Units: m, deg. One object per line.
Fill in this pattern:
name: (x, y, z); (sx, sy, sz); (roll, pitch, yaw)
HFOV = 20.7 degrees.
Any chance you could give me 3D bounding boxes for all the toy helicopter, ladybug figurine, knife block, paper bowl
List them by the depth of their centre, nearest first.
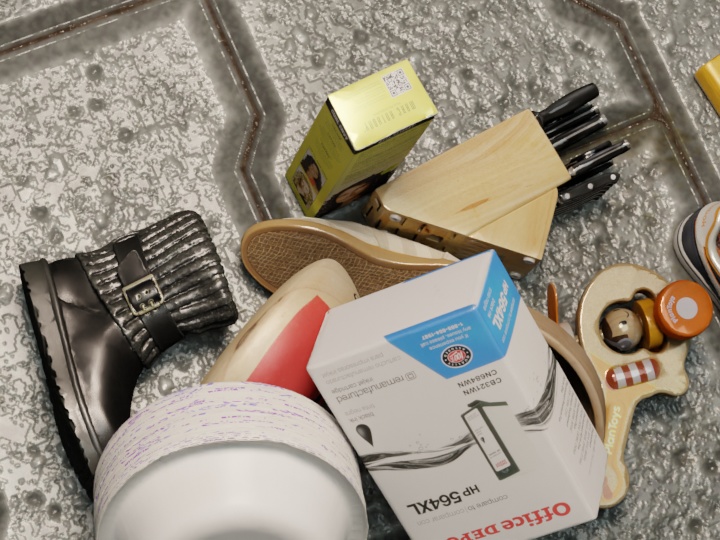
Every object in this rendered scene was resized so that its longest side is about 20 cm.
paper bowl: (-0.094, 0.187, 1.430); (0.198, 0.202, 0.105); (1, 39, -11)
ladybug figurine: (-0.064, 0.082, 1.503); (0.072, 0.136, 0.200); (37, 76, 11)
toy helicopter: (0.199, 0.091, 1.591); (0.131, 0.079, 0.202); (15, 77, -7)
knife block: (0.117, -0.093, 1.628); (0.198, 0.064, 0.177); (17, 72, -6)

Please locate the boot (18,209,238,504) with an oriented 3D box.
boot: (-0.164, 0.065, 1.519); (0.156, 0.079, 0.213); (-14, 78, -15)

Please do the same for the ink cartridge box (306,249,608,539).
ink cartridge box: (0.074, 0.106, 1.444); (0.201, 0.145, 0.085); (59, 26, -22)

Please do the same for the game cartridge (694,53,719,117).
game cartridge: (0.413, -0.133, 1.716); (0.175, 0.032, 0.201); (-31, 82, -17)

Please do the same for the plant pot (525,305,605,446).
plant pot: (0.095, 0.093, 1.537); (0.199, 0.202, 0.093); (26, 31, -3)

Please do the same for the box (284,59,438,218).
box: (-0.003, -0.097, 1.532); (0.075, 0.200, 0.050); (-26, 82, -16)

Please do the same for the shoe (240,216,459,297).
shoe: (0.000, 0.000, 1.590); (0.198, 0.053, 0.071); (14, 106, -4)

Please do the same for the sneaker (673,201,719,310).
sneaker: (0.345, 0.026, 1.636); (0.200, 0.079, 0.078); (45, 71, 1)
